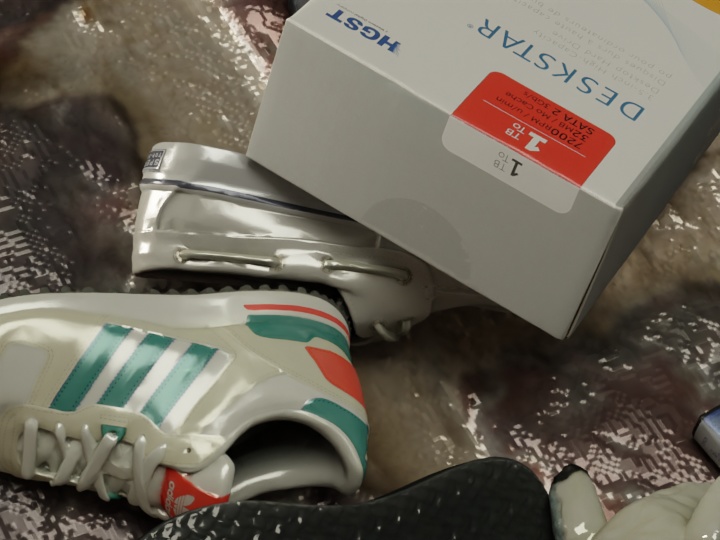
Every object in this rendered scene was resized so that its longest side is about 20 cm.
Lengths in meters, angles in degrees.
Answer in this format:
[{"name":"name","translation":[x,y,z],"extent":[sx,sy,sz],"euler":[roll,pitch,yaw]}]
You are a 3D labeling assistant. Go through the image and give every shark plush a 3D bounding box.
[{"name":"shark plush","translation":[0.115,0.154,0.823],"extent":[0.091,0.083,0.200],"euler":[-14,36,29]}]

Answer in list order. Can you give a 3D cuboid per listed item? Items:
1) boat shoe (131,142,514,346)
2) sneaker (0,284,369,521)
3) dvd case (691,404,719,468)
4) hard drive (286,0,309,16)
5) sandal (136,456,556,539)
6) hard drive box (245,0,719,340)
[{"name":"boat shoe","translation":[0.000,0.000,0.928],"extent":[0.199,0.072,0.066],"euler":[15,80,-16]},{"name":"sneaker","translation":[-0.089,0.062,0.855],"extent":[0.199,0.070,0.094],"euler":[-4,47,-18]},{"name":"dvd case","translation":[0.256,0.109,0.922],"extent":[0.142,0.018,0.200],"euler":[-24,60,-28]},{"name":"hard drive","translation":[0.062,-0.122,1.049],"extent":[0.199,0.042,0.135],"euler":[-3,53,-15]},{"name":"sandal","translation":[-0.011,0.122,0.840],"extent":[0.200,0.048,0.076],"euler":[-7,76,-34]},{"name":"hard drive box","translation":[0.071,-0.084,0.925],"extent":[0.156,0.077,0.200],"euler":[30,43,11]}]
